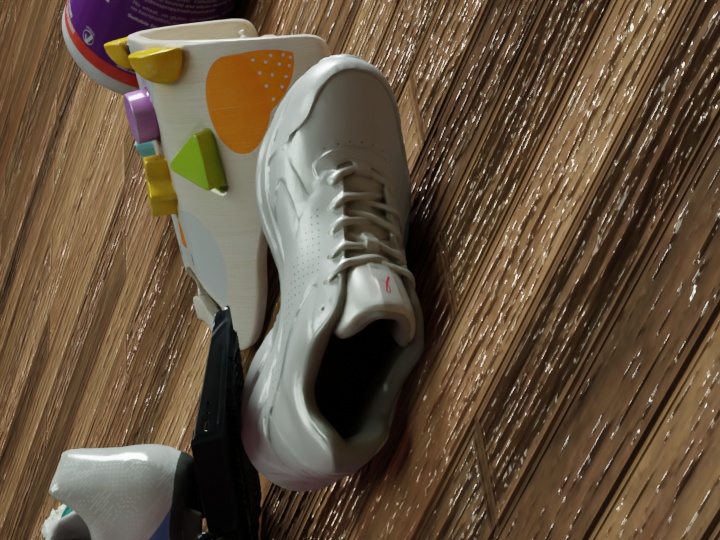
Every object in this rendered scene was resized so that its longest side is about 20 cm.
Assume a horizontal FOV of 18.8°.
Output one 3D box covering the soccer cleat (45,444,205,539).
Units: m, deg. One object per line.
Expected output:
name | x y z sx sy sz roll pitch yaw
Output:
soccer cleat | -0.116 0.160 1.119 0.070 0.085 0.201 -79 -8 -47

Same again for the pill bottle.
pill bottle | -0.128 -0.218 1.478 0.201 0.111 0.113 119 157 -45

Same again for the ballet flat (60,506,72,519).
ballet flat | -0.130 0.226 1.202 0.068 0.068 0.202 -18 70 51

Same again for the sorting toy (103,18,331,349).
sorting toy | -0.085 -0.051 1.285 0.200 0.106 0.182 -150 54 -73

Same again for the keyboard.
keyboard | -0.064 0.116 1.059 0.200 0.020 0.128 86 -169 -61

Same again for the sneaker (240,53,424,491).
sneaker | 0.000 0.000 0.979 0.099 0.077 0.202 173 100 -66

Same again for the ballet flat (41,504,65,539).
ballet flat | -0.142 0.167 1.330 0.200 0.071 0.072 25 101 65
